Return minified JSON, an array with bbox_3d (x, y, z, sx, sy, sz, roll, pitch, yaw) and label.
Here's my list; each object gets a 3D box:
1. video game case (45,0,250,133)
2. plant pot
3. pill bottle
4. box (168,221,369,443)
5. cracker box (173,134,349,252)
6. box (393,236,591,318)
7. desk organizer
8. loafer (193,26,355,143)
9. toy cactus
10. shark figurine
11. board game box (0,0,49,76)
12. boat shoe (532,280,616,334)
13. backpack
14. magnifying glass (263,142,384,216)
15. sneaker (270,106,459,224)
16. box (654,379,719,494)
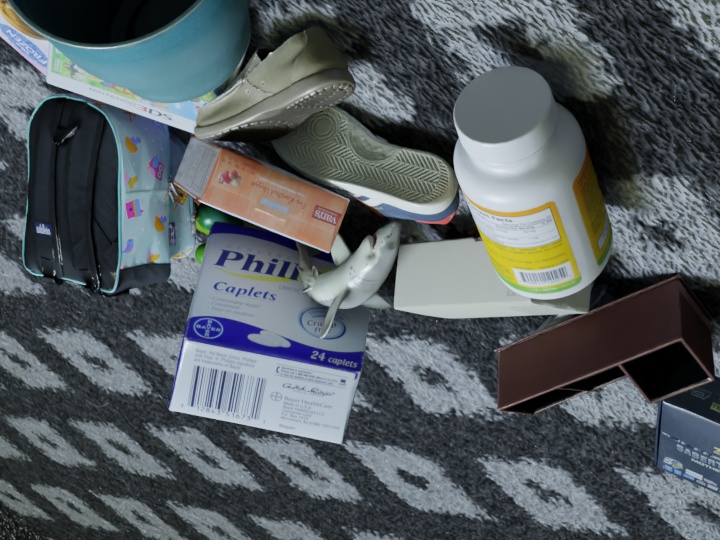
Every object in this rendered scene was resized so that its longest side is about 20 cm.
[{"bbox_3d":[-0.204,-0.199,1.650,0.180,0.022,0.200,18,156,-5],"label":"video game case"},{"bbox_3d":[-0.174,-0.237,1.449,0.199,0.201,0.188,22,168,17],"label":"plant pot"},{"bbox_3d":[0.141,-0.075,1.474,0.110,0.112,0.201,15,152,30],"label":"pill bottle"},{"bbox_3d":[-0.088,0.061,1.812,0.182,0.201,0.106,11,127,-4],"label":"box"},{"bbox_3d":[-0.099,-0.077,1.692,0.133,0.058,0.200,22,-177,-16],"label":"cracker box"},{"bbox_3d":[0.124,0.006,1.670,0.082,0.069,0.199,10,171,-39],"label":"box"},{"bbox_3d":[0.225,0.087,1.627,0.199,0.077,0.072,-24,128,27],"label":"desk organizer"},{"bbox_3d":[-0.080,-0.165,1.591,0.075,0.069,0.199,2,166,-45],"label":"loafer"},{"bbox_3d":[-0.137,-0.029,1.923,0.164,0.103,0.200,-17,119,46],"label":"toy cactus"},{"bbox_3d":[-0.012,0.011,1.754,0.089,0.129,0.214,20,176,-26],"label":"shark figurine"},{"bbox_3d":[-0.322,-0.280,1.692,0.200,0.041,0.199,42,153,-24],"label":"board game box"},{"bbox_3d":[0.204,0.070,1.731,0.062,0.075,0.200,35,144,2],"label":"boat shoe"},{"bbox_3d":[-0.264,-0.091,1.835,0.175,0.153,0.202,13,114,44],"label":"backpack"},{"bbox_3d":[-0.050,-0.119,1.722,0.199,0.022,0.080,38,155,-11],"label":"magnifying glass"},{"bbox_3d":[0.005,-0.093,1.649,0.199,0.075,0.085,28,170,22],"label":"sneaker"},{"bbox_3d":[0.395,0.184,1.756,0.199,0.051,0.158,22,153,18],"label":"box"}]
